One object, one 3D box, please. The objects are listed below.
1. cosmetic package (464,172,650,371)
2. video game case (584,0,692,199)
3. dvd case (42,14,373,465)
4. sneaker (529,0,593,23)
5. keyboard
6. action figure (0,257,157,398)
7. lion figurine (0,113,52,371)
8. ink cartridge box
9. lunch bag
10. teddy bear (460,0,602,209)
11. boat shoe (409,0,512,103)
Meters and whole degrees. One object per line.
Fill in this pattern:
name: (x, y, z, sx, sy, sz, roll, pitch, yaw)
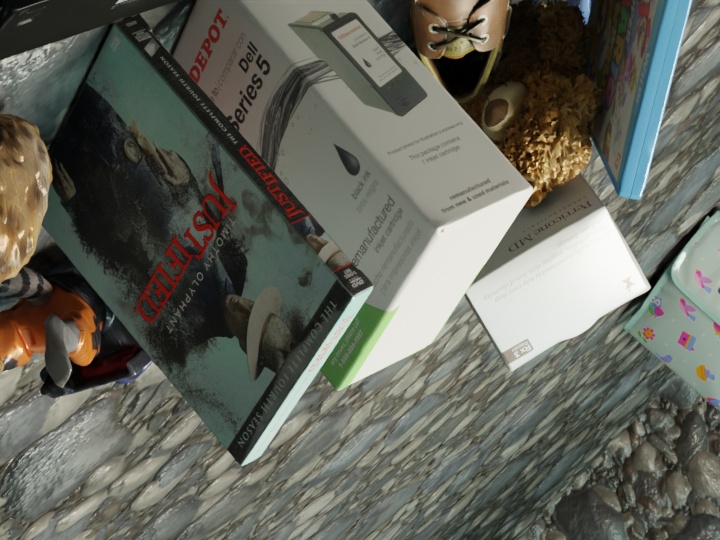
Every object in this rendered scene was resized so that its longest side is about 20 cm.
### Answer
cosmetic package: (0.105, -0.032, 1.457, 0.112, 0.200, 0.081, -32, 120, 1)
video game case: (0.171, -0.146, 1.362, 0.200, 0.018, 0.144, -99, -160, -68)
dvd case: (-0.091, -0.015, 1.132, 0.022, 0.200, 0.146, -24, 157, -46)
sneaker: (0.167, -0.189, 1.515, 0.074, 0.082, 0.201, -32, 157, -30)
keyboard: (-0.108, -0.158, 1.049, 0.199, 0.040, 0.104, -26, 175, -39)
action figure: (-0.147, 0.017, 1.253, 0.199, 0.105, 0.193, -17, -176, 30)
lion figurine: (-0.234, -0.005, 1.043, 0.199, 0.072, 0.124, -16, 116, -45)
ink cartridge box: (-0.020, -0.060, 1.186, 0.084, 0.200, 0.146, -24, 156, -40)
lunch bag: (0.444, 0.042, 2.594, 0.122, 0.170, 0.200, -36, 164, -48)
teddy bear: (0.099, -0.121, 1.435, 0.144, 0.067, 0.201, -29, -151, 25)
boat shoe: (0.065, -0.163, 1.316, 0.071, 0.069, 0.200, -1, 164, 8)
